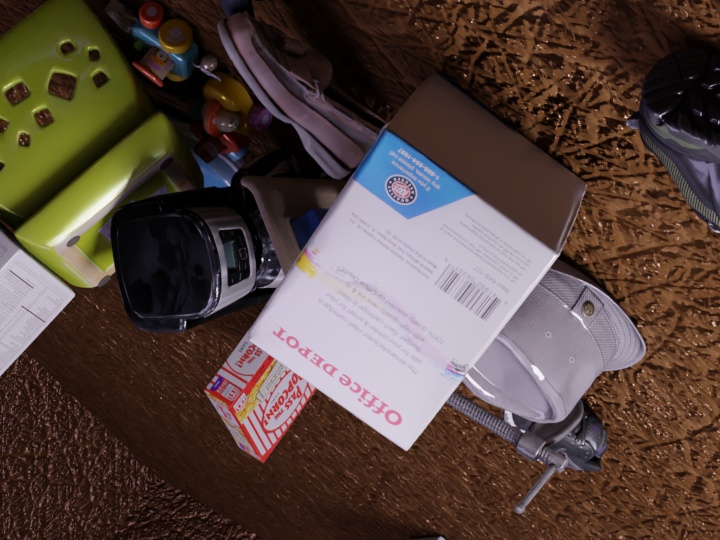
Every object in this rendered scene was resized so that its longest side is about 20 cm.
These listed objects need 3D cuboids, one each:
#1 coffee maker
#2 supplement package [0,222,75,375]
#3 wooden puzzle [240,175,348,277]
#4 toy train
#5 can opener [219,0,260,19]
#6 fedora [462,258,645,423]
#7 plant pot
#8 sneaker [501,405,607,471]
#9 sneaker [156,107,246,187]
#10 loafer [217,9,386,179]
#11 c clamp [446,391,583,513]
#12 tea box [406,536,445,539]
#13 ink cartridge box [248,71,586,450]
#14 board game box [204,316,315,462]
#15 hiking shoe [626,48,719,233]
[{"bbox_3d":[-0.126,-0.013,1.349,0.192,0.199,0.135,-36,75,43],"label":"coffee maker"},{"bbox_3d":[-0.401,0.029,1.344,0.152,0.200,0.151,40,174,17],"label":"supplement package"},{"bbox_3d":[0.000,0.000,1.244,0.185,0.046,0.201,-3,-116,-58],"label":"wooden puzzle"},{"bbox_3d":[-0.165,-0.163,1.363,0.200,0.056,0.150,47,159,-30],"label":"toy train"},{"bbox_3d":[-0.086,-0.226,1.044,0.078,0.064,0.200,34,162,6],"label":"can opener"},{"bbox_3d":[0.142,0.065,1.255,0.176,0.091,0.200,-1,142,42],"label":"fedora"},{"bbox_3d":[-0.267,-0.106,1.371,0.182,0.199,0.200,48,174,15],"label":"plant pot"},{"bbox_3d":[0.201,0.142,1.444,0.087,0.076,0.200,17,163,24],"label":"sneaker"},{"bbox_3d":[-0.209,-0.091,1.504,0.199,0.131,0.080,25,158,30],"label":"sneaker"},{"bbox_3d":[-0.040,-0.145,1.143,0.200,0.063,0.072,46,-160,-53],"label":"loafer"},{"bbox_3d":[0.113,0.113,1.308,0.199,0.170,0.027,34,130,25],"label":"c clamp"},{"bbox_3d":[0.145,0.557,2.458,0.196,0.134,0.200,37,162,-4],"label":"tea box"},{"bbox_3d":[0.042,-0.008,1.066,0.147,0.145,0.200,36,118,-1],"label":"ink cartridge box"},{"bbox_3d":[-0.119,0.142,1.886,0.046,0.152,0.200,29,162,21],"label":"board game box"},{"bbox_3d":[0.248,-0.049,0.874,0.200,0.076,0.101,43,172,9],"label":"hiking shoe"}]
